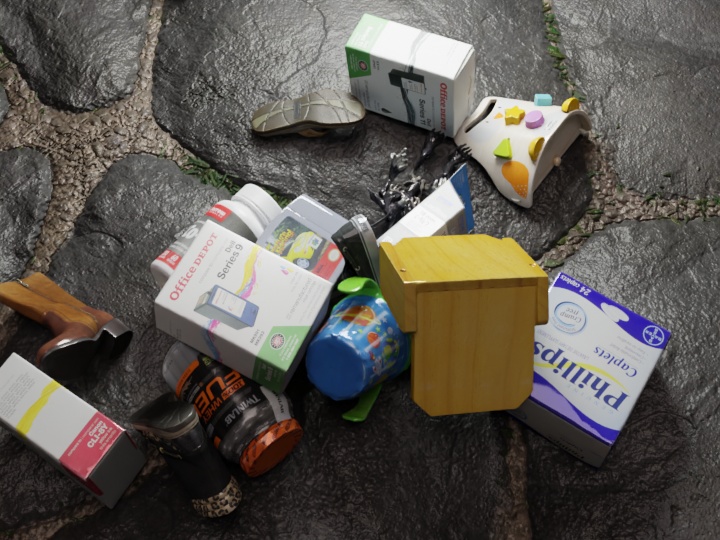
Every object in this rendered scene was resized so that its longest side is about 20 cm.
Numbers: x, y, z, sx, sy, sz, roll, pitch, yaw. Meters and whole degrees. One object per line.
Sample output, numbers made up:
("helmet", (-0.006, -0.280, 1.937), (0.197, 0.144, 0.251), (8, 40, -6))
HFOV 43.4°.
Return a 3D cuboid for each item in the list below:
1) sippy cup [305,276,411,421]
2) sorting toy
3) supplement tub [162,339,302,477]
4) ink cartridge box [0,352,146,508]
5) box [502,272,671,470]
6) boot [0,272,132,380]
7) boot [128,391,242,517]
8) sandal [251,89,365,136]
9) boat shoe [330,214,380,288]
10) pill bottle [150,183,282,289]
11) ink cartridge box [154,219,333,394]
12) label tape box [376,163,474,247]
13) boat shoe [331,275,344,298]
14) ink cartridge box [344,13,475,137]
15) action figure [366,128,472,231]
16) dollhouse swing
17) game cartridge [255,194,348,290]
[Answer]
("sippy cup", (-0.008, 0.112, 1.252), (0.179, 0.139, 0.130), (57, 31, -1))
("sorting toy", (0.256, -0.231, 1.505), (0.179, 0.108, 0.200), (25, 63, 34))
("supplement tub", (-0.176, 0.177, 1.254), (0.122, 0.123, 0.200), (-36, 67, -18))
("ink cartridge box", (-0.401, 0.216, 1.219), (0.198, 0.146, 0.084), (30, 66, 14))
("box", (0.311, 0.140, 1.287), (0.182, 0.105, 0.201), (29, 66, 15))
("boot", (-0.453, 0.066, 1.295), (0.198, 0.069, 0.188), (30, 25, 13))
("boot", (-0.237, 0.247, 1.226), (0.073, 0.199, 0.152), (-35, 104, -27))
("sandal", (-0.086, -0.253, 1.529), (0.197, 0.055, 0.083), (-10, 55, 11))
("boat shoe", (0.000, 0.000, 1.308), (0.056, 0.201, 0.069), (-28, 50, -10))
("pill bottle", (-0.210, -0.032, 1.371), (0.113, 0.114, 0.200), (37, 68, 18))
("ink cartridge box", (-0.156, 0.048, 1.212), (0.198, 0.088, 0.146), (27, 61, 5))
("label tape box", (0.120, -0.040, 1.355), (0.199, 0.145, 0.063), (-41, 53, -19))
("boat shoe", (-0.079, 0.011, 1.378), (0.198, 0.070, 0.072), (-21, 62, -18))
("ink cartridge box", (0.084, -0.321, 1.498), (0.197, 0.147, 0.084), (21, 63, 18))
("action figure", (0.089, -0.142, 1.440), (0.118, 0.102, 0.201), (36, 65, 5))
("dollhouse swing", (0.133, 0.070, 1.225), (0.196, 0.179, 0.182), (-3, 26, -14))
("game cartridge", (-0.091, -0.013, 1.326), (0.132, 0.041, 0.201), (28, 62, 5))
